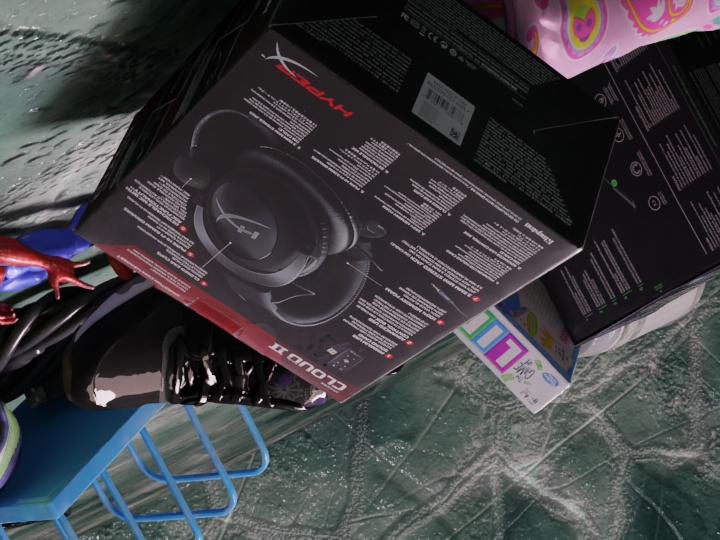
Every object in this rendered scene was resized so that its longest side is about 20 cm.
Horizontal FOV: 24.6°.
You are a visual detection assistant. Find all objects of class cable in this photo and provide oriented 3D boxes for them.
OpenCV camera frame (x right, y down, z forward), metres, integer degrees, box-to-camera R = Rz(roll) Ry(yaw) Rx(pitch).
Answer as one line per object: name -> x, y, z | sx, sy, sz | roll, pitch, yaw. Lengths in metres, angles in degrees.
cable -> -0.171, 0.032, 1.051 | 0.199, 0.051, 0.163 | -26, 167, 9

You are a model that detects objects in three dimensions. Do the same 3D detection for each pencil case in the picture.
pencil case -> 0.104, -0.129, 0.742 | 0.200, 0.088, 0.087 | -21, 171, -40

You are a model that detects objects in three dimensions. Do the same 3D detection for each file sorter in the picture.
file sorter -> -0.174, 0.148, 1.121 | 0.138, 0.123, 0.200 | -11, -156, 36

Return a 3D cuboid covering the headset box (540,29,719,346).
headset box -> 0.175, -0.069, 1.036 | 0.093, 0.175, 0.200 | -20, 169, -38

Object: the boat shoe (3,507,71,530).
boat shoe -> -0.398, 0.273, 1.755 | 0.199, 0.066, 0.074 | -22, 171, -32

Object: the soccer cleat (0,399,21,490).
soccer cleat -> -0.279, 0.144, 0.963 | 0.200, 0.065, 0.084 | -44, 161, -32

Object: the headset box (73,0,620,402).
headset box -> -0.015, -0.035, 0.691 | 0.200, 0.149, 0.077 | -37, -155, 51

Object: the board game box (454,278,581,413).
board game box -> 0.097, -0.004, 1.114 | 0.034, 0.134, 0.200 | -42, -173, 26

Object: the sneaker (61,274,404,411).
sneaker -> -0.060, 0.041, 0.902 | 0.199, 0.088, 0.076 | -17, 130, -29

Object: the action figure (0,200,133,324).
action figure -> -0.172, -0.001, 0.815 | 0.065, 0.052, 0.200 | -26, 172, 35

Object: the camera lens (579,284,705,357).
camera lens -> 0.301, 0.005, 1.972 | 0.200, 0.160, 0.160 | -22, 171, -34
